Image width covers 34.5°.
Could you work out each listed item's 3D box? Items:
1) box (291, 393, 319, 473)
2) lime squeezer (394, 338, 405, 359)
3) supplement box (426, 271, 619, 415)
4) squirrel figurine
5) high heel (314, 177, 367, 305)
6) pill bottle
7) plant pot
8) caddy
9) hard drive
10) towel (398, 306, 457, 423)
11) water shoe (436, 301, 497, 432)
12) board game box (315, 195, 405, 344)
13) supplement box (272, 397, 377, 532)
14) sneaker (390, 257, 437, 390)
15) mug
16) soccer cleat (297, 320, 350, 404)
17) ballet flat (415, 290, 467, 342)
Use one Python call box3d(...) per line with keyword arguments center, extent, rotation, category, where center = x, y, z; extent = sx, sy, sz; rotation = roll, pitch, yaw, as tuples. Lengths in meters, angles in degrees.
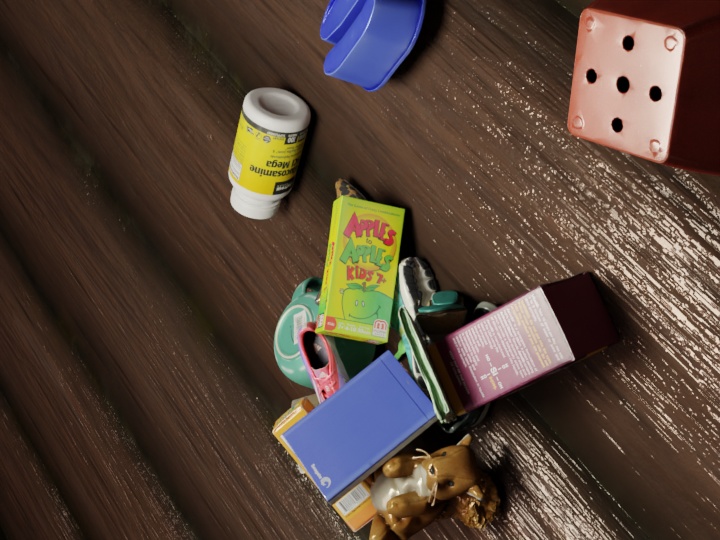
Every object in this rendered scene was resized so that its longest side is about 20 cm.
box3d(center=(-0.062, 0.256, 1.875), extent=(0.200, 0.094, 0.079), rotation=(-124, 18, -84), category="box")
box3d(center=(0.092, 0.137, 1.763), extent=(0.199, 0.037, 0.072), rotation=(11, 109, 49), category="lime squeezer")
box3d(center=(0.207, 0.094, 1.490), extent=(0.199, 0.130, 0.104), rotation=(-33, 77, 38), category="supplement box")
box3d(center=(0.116, 0.306, 1.680), extent=(0.186, 0.199, 0.143), rotation=(-36, 52, 39), category="squirrel figurine")
box3d(center=(-0.035, -0.041, 1.779), extent=(0.202, 0.141, 0.071), rotation=(66, 153, 12), category="high heel")
box3d(center=(-0.155, -0.189, 1.915), extent=(0.112, 0.112, 0.201), rotation=(46, 135, 33), category="pill bottle")
box3d(center=(0.331, -0.205, 1.224), extent=(0.199, 0.175, 0.202), rotation=(27, 122, 44), category="plant pot")
box3d(center=(0.024, -0.345, 1.641), extent=(0.200, 0.104, 0.143), rotation=(-46, 43, 49), category="caddy")
box3d(center=(0.000, 0.222, 1.663), extent=(0.132, 0.199, 0.025), rotation=(49, 175, 35), category="hard drive")
box3d(center=(0.088, 0.132, 1.540), extent=(0.200, 0.023, 0.154), rotation=(54, -166, -79), category="towel")
box3d(center=(0.159, 0.143, 1.634), extent=(0.071, 0.079, 0.202), rotation=(26, 120, 32), category="water shoe")
box3d(center=(0.000, 0.000, 1.717), extent=(0.048, 0.100, 0.202), rotation=(155, 124, -71), category="board game box")
box3d(center=(-0.046, 0.290, 1.744), extent=(0.201, 0.069, 0.067), rotation=(53, -175, -3), category="supplement box")
box3d(center=(0.085, 0.082, 1.726), extent=(0.079, 0.077, 0.202), rotation=(-33, 62, 53), category="sneaker")
box3d(center=(-0.075, 0.104, 1.862), extent=(0.185, 0.114, 0.153), rotation=(36, 101, 48), category="mug")
box3d(center=(-0.044, 0.171, 1.734), extent=(0.068, 0.073, 0.202), rotation=(-23, 84, 9), category="soccer cleat")
box3d(center=(0.117, 0.072, 1.608), extent=(0.070, 0.200, 0.072), rotation=(1, 96, 8), category="ballet flat")
